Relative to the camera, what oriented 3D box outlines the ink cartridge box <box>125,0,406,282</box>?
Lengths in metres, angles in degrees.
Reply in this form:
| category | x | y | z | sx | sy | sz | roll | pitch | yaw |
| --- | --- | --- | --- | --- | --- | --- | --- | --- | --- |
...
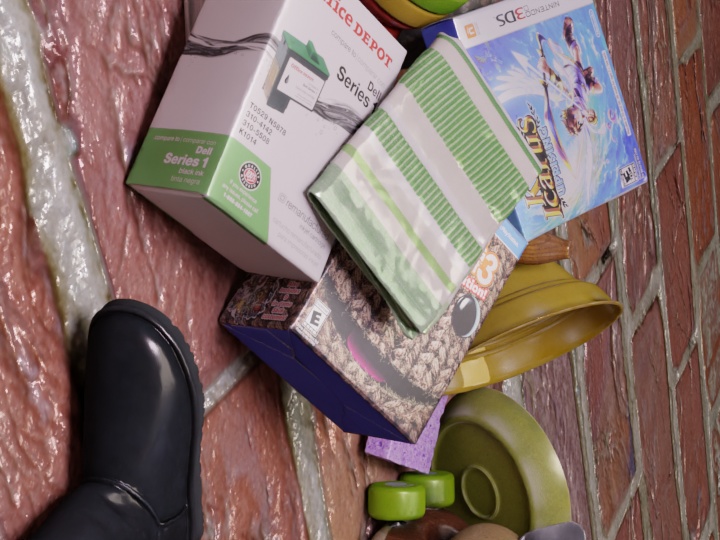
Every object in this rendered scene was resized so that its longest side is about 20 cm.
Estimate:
| category | x | y | z | sx | sy | sz | roll | pitch | yaw |
| --- | --- | --- | --- | --- | --- | --- | --- | --- | --- |
| ink cartridge box | -0.063 | -0.114 | 1.097 | 0.146 | 0.084 | 0.201 | 38 | 67 | -48 |

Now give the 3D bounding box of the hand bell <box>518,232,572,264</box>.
| category | x | y | z | sx | sy | sz | roll | pitch | yaw |
| --- | --- | --- | --- | --- | --- | --- | --- | --- | --- |
| hand bell | 0.091 | -0.027 | 1.362 | 0.104 | 0.199 | 0.105 | 4 | 90 | -69 |

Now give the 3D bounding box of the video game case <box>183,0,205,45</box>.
| category | x | y | z | sx | sy | sz | roll | pitch | yaw |
| --- | --- | --- | --- | --- | --- | --- | --- | --- | --- |
| video game case | -0.084 | -0.225 | 1.198 | 0.200 | 0.023 | 0.183 | -13 | 102 | -65 |

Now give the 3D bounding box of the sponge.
| category | x | y | z | sx | sy | sz | roll | pitch | yaw |
| --- | --- | --- | --- | --- | --- | --- | --- | --- | --- |
| sponge | 0.059 | 0.088 | 1.451 | 0.112 | 0.030 | 0.201 | 33 | 70 | -62 |

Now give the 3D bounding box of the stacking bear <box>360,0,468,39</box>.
| category | x | y | z | sx | sy | sz | roll | pitch | yaw |
| --- | --- | --- | --- | --- | --- | --- | --- | --- | --- |
| stacking bear | 0.038 | -0.256 | 1.288 | 0.114 | 0.200 | 0.121 | 50 | 34 | 2 |

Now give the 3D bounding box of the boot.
| category | x | y | z | sx | sy | sz | roll | pitch | yaw |
| --- | --- | --- | --- | --- | --- | --- | --- | --- | --- |
| boot | -0.161 | 0.140 | 0.945 | 0.168 | 0.076 | 0.201 | -51 | 141 | -61 |

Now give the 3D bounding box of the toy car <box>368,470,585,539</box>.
| category | x | y | z | sx | sy | sz | roll | pitch | yaw |
| --- | --- | --- | --- | --- | --- | --- | --- | --- | --- |
| toy car | 0.116 | 0.282 | 1.424 | 0.158 | 0.199 | 0.165 | -1 | 91 | -66 |

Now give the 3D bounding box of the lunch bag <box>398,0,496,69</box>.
| category | x | y | z | sx | sy | sz | roll | pitch | yaw |
| --- | --- | --- | --- | --- | --- | --- | --- | --- | --- |
| lunch bag | 0.071 | -0.292 | 1.430 | 0.200 | 0.117 | 0.165 | -50 | 134 | -63 |

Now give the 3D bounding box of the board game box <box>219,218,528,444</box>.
| category | x | y | z | sx | sy | sz | roll | pitch | yaw |
| --- | --- | --- | --- | --- | --- | --- | --- | --- | --- |
| board game box | 0.014 | 0.008 | 1.200 | 0.159 | 0.097 | 0.201 | 44 | 66 | -31 |

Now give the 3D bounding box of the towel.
| category | x | y | z | sx | sy | sz | roll | pitch | yaw |
| --- | --- | --- | --- | --- | --- | --- | --- | --- | --- |
| towel | 0.053 | -0.068 | 1.148 | 0.153 | 0.023 | 0.200 | 54 | 55 | -25 |

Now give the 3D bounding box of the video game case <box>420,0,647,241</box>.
| category | x | y | z | sx | sy | sz | roll | pitch | yaw |
| --- | --- | --- | --- | --- | --- | --- | --- | --- | --- |
| video game case | 0.157 | -0.142 | 1.325 | 0.181 | 0.045 | 0.201 | -25 | 99 | -38 |

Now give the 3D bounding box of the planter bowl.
| category | x | y | z | sx | sy | sz | roll | pitch | yaw |
| --- | --- | --- | --- | --- | --- | --- | --- | --- | --- |
| planter bowl | 0.137 | 0.039 | 1.415 | 0.200 | 0.200 | 0.084 | 17 | 47 | -65 |

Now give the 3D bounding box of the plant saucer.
| category | x | y | z | sx | sy | sz | roll | pitch | yaw |
| --- | --- | --- | --- | --- | --- | --- | --- | --- | --- |
| plant saucer | 0.127 | 0.216 | 1.498 | 0.031 | 0.200 | 0.201 | -14 | 105 | -35 |
